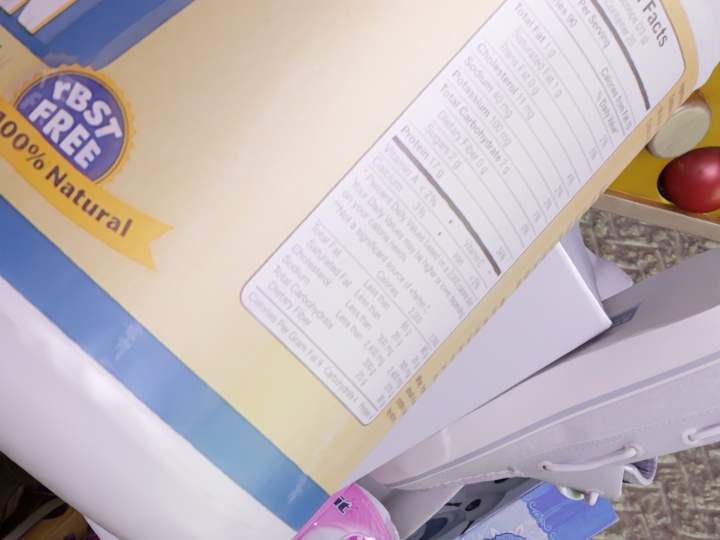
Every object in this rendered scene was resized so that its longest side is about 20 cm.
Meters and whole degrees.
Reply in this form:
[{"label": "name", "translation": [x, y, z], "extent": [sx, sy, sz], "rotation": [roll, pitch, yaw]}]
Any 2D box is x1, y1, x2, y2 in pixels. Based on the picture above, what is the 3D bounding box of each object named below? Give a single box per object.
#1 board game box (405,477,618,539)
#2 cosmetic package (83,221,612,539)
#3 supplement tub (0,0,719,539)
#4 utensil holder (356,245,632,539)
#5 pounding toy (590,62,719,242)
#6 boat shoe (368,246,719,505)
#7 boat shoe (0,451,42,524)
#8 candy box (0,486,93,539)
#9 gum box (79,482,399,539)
[{"label": "board game box", "translation": [0.022, 0.139, 0.975], "extent": [0.199, 0.043, 0.200], "rotation": [-33, -168, 2]}, {"label": "cosmetic package", "translation": [-0.005, 0.032, 0.727], "extent": [0.200, 0.052, 0.151], "rotation": [-32, -166, 10]}, {"label": "supplement tub", "translation": [-0.014, -0.053, 0.383], "extent": [0.200, 0.145, 0.145], "rotation": [-48, 178, -6]}, {"label": "utensil holder", "translation": [0.000, 0.000, 0.887], "extent": [0.170, 0.200, 0.170], "rotation": [-47, 178, -3]}, {"label": "pounding toy", "translation": [0.158, -0.094, 1.039], "extent": [0.184, 0.200, 0.142], "rotation": [-51, -144, 42]}, {"label": "boat shoe", "translation": [0.088, 0.052, 0.687], "extent": [0.200, 0.069, 0.072], "rotation": [-27, -166, 30]}, {"label": "boat shoe", "translation": [-0.144, 0.054, 0.805], "extent": [0.068, 0.072, 0.200], "rotation": [-53, -173, -34]}, {"label": "candy box", "translation": [-0.174, 0.129, 0.905], "extent": [0.117, 0.057, 0.200], "rotation": [8, -138, 38]}, {"label": "gum box", "translation": [-0.075, 0.144, 0.771], "extent": [0.113, 0.066, 0.200], "rotation": [-40, -169, -38]}]
